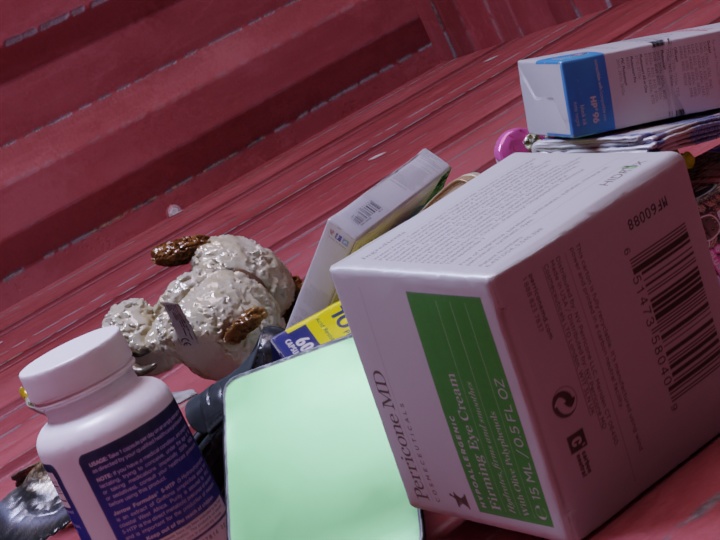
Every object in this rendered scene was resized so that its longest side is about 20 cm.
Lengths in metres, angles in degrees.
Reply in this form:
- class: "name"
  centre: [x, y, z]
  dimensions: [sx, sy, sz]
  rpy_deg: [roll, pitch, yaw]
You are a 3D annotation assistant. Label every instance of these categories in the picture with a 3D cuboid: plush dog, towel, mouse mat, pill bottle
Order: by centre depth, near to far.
- class: "mouse mat"
  centre: [-0.032, 0.142, 1.427]
  dimensions: [0.161, 0.008, 0.200]
  rpy_deg: [-20, 52, 20]
- class: "pill bottle"
  centre: [-0.193, 0.153, 1.562]
  dimensions: [0.120, 0.200, 0.120]
  rpy_deg: [-24, 11, 5]
- class: "towel"
  centre: [0.261, -0.120, 1.637]
  dimensions: [0.200, 0.024, 0.147]
  rpy_deg: [-17, 12, -37]
- class: "plush dog"
  centre: [-0.127, 0.034, 1.859]
  dimensions: [0.160, 0.200, 0.172]
  rpy_deg: [-49, 18, 38]

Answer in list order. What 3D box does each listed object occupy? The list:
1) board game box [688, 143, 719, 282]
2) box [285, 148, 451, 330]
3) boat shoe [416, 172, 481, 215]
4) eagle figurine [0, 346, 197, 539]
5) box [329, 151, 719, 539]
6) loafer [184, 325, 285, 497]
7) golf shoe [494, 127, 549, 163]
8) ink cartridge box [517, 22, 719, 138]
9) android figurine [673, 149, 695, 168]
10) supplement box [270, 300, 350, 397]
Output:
- class: "board game box"
  centre: [0.275, -0.021, 1.637]
  dimensions: [0.200, 0.097, 0.159]
  rpy_deg: [-27, 11, -11]
- class: "box"
  centre: [0.000, 0.000, 1.687]
  dimensions: [0.144, 0.036, 0.200]
  rpy_deg: [-38, -20, -41]
- class: "boat shoe"
  centre: [0.045, 0.004, 1.622]
  dimensions: [0.069, 0.074, 0.200]
  rpy_deg: [1, -54, -55]
- class: "eagle figurine"
  centre: [-0.257, 0.155, 1.774]
  dimensions: [0.152, 0.200, 0.151]
  rpy_deg: [5, 18, -41]
- class: "box"
  centre: [0.125, 0.045, 1.319]
  dimensions: [0.200, 0.199, 0.171]
  rpy_deg: [-31, 21, -32]
- class: "loafer"
  centre: [-0.114, 0.124, 1.622]
  dimensions: [0.068, 0.070, 0.201]
  rpy_deg: [-71, 6, -57]
- class: "golf shoe"
  centre: [0.199, -0.060, 1.804]
  dimensions: [0.075, 0.200, 0.092]
  rpy_deg: [-57, 12, -15]
- class: "ink cartridge box"
  centre: [0.248, -0.164, 1.635]
  dimensions: [0.200, 0.068, 0.116]
  rpy_deg: [-12, 9, -12]
- class: "android figurine"
  centre: [0.197, -0.063, 1.645]
  dimensions: [0.182, 0.041, 0.200]
  rpy_deg: [-33, 11, -38]
- class: "supplement box"
  centre: [0.042, 0.075, 1.546]
  dimensions: [0.200, 0.109, 0.110]
  rpy_deg: [-28, -33, -17]
